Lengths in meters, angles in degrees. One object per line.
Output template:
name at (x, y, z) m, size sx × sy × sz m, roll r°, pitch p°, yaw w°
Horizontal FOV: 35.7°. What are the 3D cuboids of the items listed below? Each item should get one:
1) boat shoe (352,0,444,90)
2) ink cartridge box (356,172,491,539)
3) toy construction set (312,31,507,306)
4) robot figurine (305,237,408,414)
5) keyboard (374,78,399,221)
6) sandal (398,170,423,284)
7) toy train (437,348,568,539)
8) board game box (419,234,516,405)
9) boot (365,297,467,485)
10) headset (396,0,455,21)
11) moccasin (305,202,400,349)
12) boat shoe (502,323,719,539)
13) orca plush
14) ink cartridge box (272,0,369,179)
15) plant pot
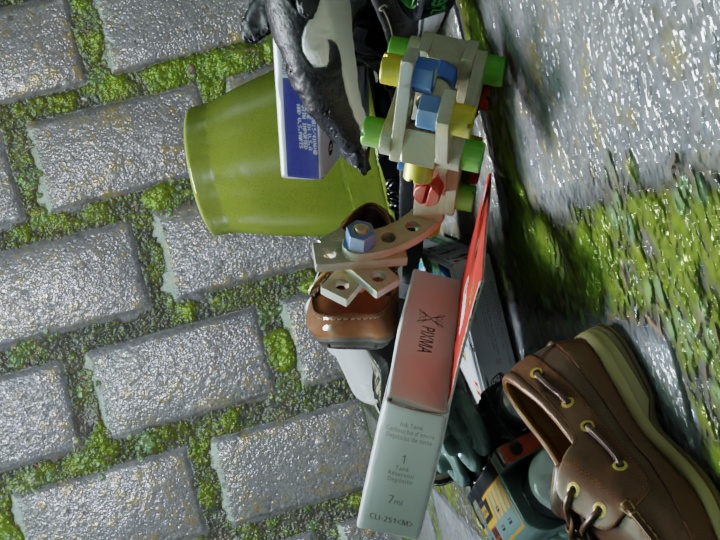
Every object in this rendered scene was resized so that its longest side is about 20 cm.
boat shoe at (0.021, -0.181, 0.851) m, size 0.200 × 0.065 × 0.071 m, roll 113°, pitch 143°, yaw -81°
ink cartridge box at (0.044, 0.043, 0.725) m, size 0.200 × 0.043 × 0.176 m, roll -71°, pitch -8°, yaw -67°
toy construction set at (0.037, -0.064, 0.700) m, size 0.201 × 0.091 × 0.132 m, roll 114°, pitch 177°, yaw -46°
robot figurine at (0.022, 0.053, 1.118) m, size 0.113 × 0.168 × 0.202 m, roll -51°, pitch -55°, yaw -46°
keyboard at (0.045, -0.089, 1.019) m, size 0.200 × 0.039 × 0.106 m, roll 59°, pitch -153°, yaw -72°
sandal at (0.054, -0.069, 0.882) m, size 0.201 × 0.044 × 0.076 m, roll 86°, pitch -171°, yaw -48°
toy train at (0.108, 0.131, 0.747) m, size 0.115 × 0.084 × 0.200 m, roll 61°, pitch 168°, yaw 18°
board game box at (0.085, 0.041, 0.942) m, size 0.200 × 0.034 × 0.128 m, roll -137°, pitch 32°, yaw -80°
boot at (0.060, 0.137, 0.969) m, size 0.204 × 0.073 × 0.155 m, roll -114°, pitch 4°, yaw -51°
headset at (0.004, -0.252, 0.695) m, size 0.124 × 0.093 × 0.203 m, roll 122°, pitch 132°, yaw -82°
moccasin at (0.002, 0.000, 0.839) m, size 0.202 × 0.073 × 0.079 m, roll -62°, pitch -25°, yaw -66°
boat shoe at (0.125, 0.111, 0.538) m, size 0.201 × 0.067 × 0.073 m, roll -111°, pitch 8°, yaw -48°
orca plush at (-0.042, -0.161, 0.750) m, size 0.106 × 0.070 × 0.202 m, roll -71°, pitch -29°, yaw -49°
ink cartridge box at (-0.022, -0.201, 0.891) m, size 0.201 × 0.040 × 0.202 m, roll -64°, pitch -24°, yaw -58°
plant pot at (-0.069, -0.116, 1.119) m, size 0.200 × 0.190 × 0.203 m, roll -11°, pitch -90°, yaw -86°
